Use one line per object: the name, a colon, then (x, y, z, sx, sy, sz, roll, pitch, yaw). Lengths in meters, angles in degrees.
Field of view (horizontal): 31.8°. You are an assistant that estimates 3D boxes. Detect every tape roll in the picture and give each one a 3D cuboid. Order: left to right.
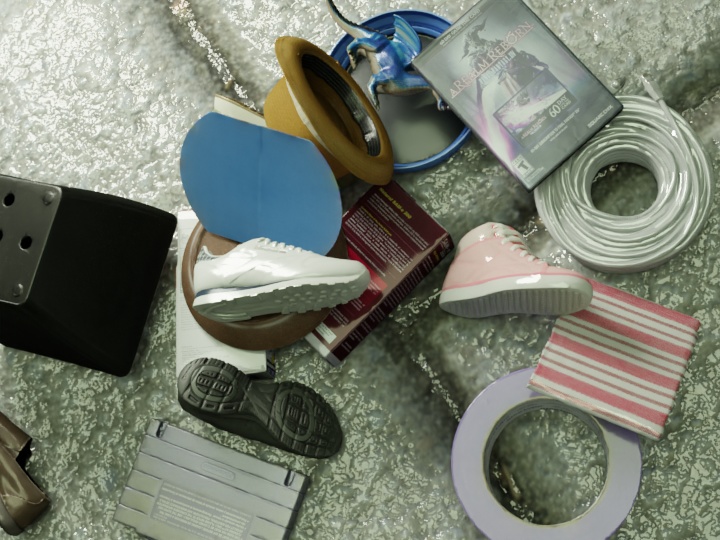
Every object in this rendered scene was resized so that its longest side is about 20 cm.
tape roll: (0.199, 0.208, 1.354, 0.198, 0.085, 0.202, -2, 76, 9)

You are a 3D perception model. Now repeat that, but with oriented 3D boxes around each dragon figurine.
dragon figurine: (0.038, -0.254, 1.465, 0.099, 0.059, 0.201, -29, 78, 0)

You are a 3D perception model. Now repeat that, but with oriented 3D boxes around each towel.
towel: (0.272, 0.091, 1.342, 0.146, 0.030, 0.200, 21, 42, 14)

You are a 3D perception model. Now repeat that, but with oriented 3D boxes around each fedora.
fedora: (-0.047, -0.164, 1.404, 0.082, 0.200, 0.201, -36, 72, 24)

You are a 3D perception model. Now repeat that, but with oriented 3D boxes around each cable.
cable: (0.294, -0.095, 1.420, 0.199, 0.069, 0.200, -35, 74, 1)

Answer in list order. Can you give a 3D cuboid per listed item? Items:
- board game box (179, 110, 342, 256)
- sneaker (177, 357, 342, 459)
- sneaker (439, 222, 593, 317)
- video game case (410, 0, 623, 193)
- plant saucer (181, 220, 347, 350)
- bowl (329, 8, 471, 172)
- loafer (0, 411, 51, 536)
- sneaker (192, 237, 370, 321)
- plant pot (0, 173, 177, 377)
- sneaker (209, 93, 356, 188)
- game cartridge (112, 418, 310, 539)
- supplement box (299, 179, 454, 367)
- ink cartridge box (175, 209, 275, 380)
board game box: (-0.102, -0.098, 1.381, 0.199, 0.159, 0.039, 18, 39, 17)
sneaker: (-0.115, 0.160, 1.428, 0.199, 0.091, 0.076, 25, 64, -7)
sneaker: (0.173, -0.008, 1.381, 0.199, 0.075, 0.105, -6, 61, 48)
video game case: (0.173, -0.206, 1.407, 0.143, 0.019, 0.200, -41, 81, -4)
plant saucer: (-0.114, -0.011, 1.430, 0.199, 0.034, 0.202, -4, 72, 13)
bowl: (0.051, -0.211, 1.504, 0.199, 0.039, 0.202, -2, 76, 9)
loafer: (-0.416, 0.207, 1.475, 0.071, 0.073, 0.201, -26, 78, -8)
sneaker: (-0.088, 0.001, 1.367, 0.198, 0.076, 0.081, -5, 63, 10)
plant pot: (-0.360, -0.013, 1.435, 0.199, 0.177, 0.201, 11, 78, 27)
sneaker: (-0.104, -0.128, 1.504, 0.199, 0.067, 0.090, 29, 98, 10)
game cartridge: (-0.170, 0.261, 1.432, 0.199, 0.038, 0.130, 19, 84, 13)
supplement box: (0.000, 0.000, 1.450, 0.200, 0.061, 0.109, -44, 71, -2)
ink cartridge box: (-0.158, 0.028, 1.478, 0.108, 0.050, 0.202, -5, 75, 10)
